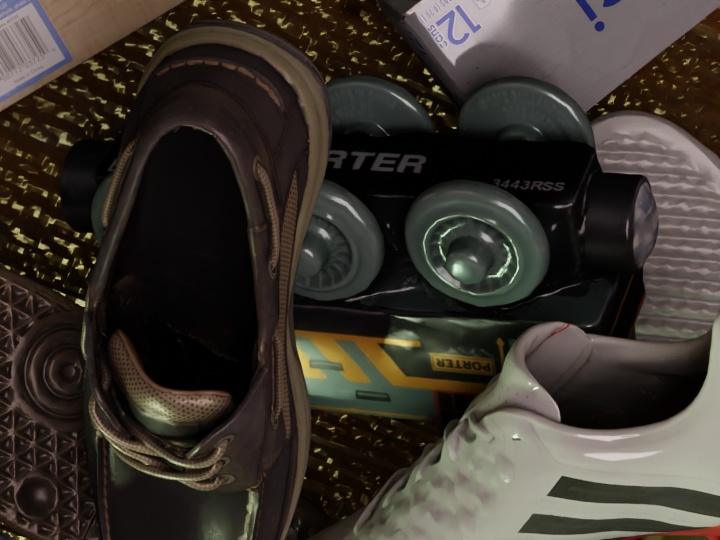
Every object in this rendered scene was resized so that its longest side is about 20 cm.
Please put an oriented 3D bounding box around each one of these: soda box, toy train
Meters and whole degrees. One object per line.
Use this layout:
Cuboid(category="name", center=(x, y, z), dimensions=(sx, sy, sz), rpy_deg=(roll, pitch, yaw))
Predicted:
Cuboid(category="soda box", center=(0.104, -0.126, 0.846), dimensions=(0.200, 0.063, 0.068), rpy_deg=(-39, 109, 1))
Cuboid(category="toy train", center=(0.000, 0.000, 0.819), dimensions=(0.200, 0.085, 0.114), rpy_deg=(4, 128, 19))

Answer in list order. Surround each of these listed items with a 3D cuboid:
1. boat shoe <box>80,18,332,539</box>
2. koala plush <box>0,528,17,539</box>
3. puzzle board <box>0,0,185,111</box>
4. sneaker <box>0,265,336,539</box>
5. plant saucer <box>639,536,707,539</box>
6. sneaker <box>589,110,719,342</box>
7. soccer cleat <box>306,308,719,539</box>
Cuboid(category="boat shoe", center=(-0.056, 0.027, 0.748), dimensions=(0.074, 0.073, 0.200), rpy_deg=(10, 115, 13))
Cuboid(category="koala plush", center=(-0.214, 0.132, 0.761), dimensions=(0.184, 0.200, 0.177), rpy_deg=(49, 115, 9))
Cuboid(category="puzzle board", center=(-0.118, -0.139, 0.824), dimensions=(0.200, 0.017, 0.151), rpy_deg=(-31, 109, -1))
Cuboid(category="sneaker", center=(-0.087, 0.066, 0.847), dimensions=(0.200, 0.076, 0.070), rpy_deg=(41, 78, -21))
Cuboid(category="plant saucer", center=(0.156, 0.155, 0.807), dimensions=(0.200, 0.048, 0.200), rpy_deg=(38, 60, -3))
Cuboid(category="sneaker", center=(0.123, 0.031, 0.887), dimensions=(0.078, 0.079, 0.200), rpy_deg=(-29, 102, 6))
Cuboid(category="soccer cleat", center=(0.048, 0.060, 0.765), dimensions=(0.200, 0.069, 0.085), rpy_deg=(-19, 117, 25))
